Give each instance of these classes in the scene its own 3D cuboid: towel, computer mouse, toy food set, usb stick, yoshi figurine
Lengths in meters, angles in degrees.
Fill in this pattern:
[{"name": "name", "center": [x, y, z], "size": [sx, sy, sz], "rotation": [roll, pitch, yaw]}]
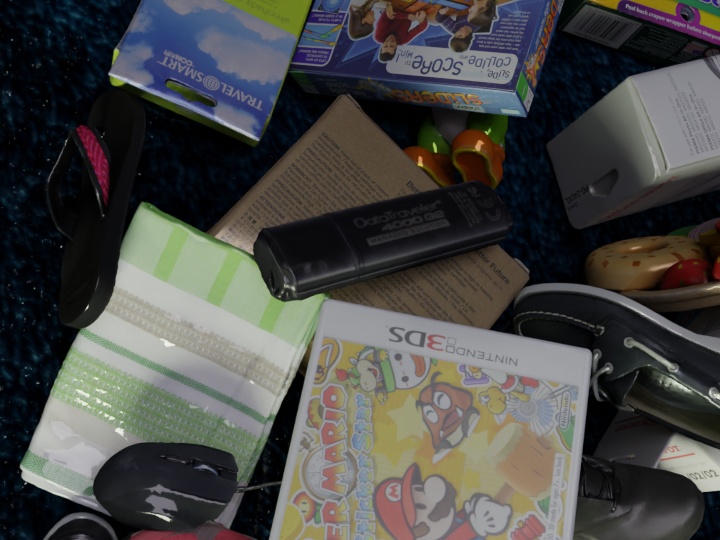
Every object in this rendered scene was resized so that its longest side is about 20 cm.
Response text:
[{"name": "towel", "center": [-0.123, 0.076, 0.683], "size": [0.148, 0.031, 0.202], "rotation": [24, 95, -9]}, {"name": "computer mouse", "center": [-0.071, 0.131, 0.652], "size": [0.196, 0.034, 0.059], "rotation": [-1, 33, -7]}, {"name": "toy food set", "center": [0.289, -0.020, 0.801], "size": [0.196, 0.200, 0.049], "rotation": [-22, 96, -19]}, {"name": "usb stick", "center": [0.019, -0.023, 0.703], "size": [0.198, 0.033, 0.056], "rotation": [-15, 60, -32]}, {"name": "yoshi figurine", "center": [0.083, -0.165, 0.826], "size": [0.111, 0.112, 0.202], "rotation": [17, 62, -1]}]

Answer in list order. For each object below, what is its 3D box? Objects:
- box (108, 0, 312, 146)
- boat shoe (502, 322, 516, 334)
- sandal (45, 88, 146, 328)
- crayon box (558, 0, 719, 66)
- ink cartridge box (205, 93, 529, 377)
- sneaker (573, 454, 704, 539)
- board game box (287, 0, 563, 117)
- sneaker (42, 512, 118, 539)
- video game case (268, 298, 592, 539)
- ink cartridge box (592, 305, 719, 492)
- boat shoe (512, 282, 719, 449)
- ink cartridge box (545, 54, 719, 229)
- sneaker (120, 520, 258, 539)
[{"name": "box", "center": [-0.108, -0.187, 0.783], "size": [0.120, 0.048, 0.202], "rotation": [22, 57, -11]}, {"name": "boat shoe", "center": [0.104, 0.098, 0.770], "size": [0.066, 0.074, 0.200], "rotation": [46, 66, 6]}, {"name": "sandal", "center": [-0.186, -0.056, 0.696], "size": [0.045, 0.075, 0.202], "rotation": [25, 44, -31]}, {"name": "crayon box", "center": [0.290, -0.281, 0.952], "size": [0.197, 0.058, 0.175], "rotation": [15, 69, -13]}, {"name": "ink cartridge box", "center": [0.000, 0.000, 0.765], "size": [0.200, 0.075, 0.165], "rotation": [44, 66, -1]}, {"name": "sneaker", "center": [0.127, 0.150, 0.678], "size": [0.197, 0.092, 0.077], "rotation": [-4, 40, 8]}, {"name": "board game box", "center": [0.052, -0.195, 0.789], "size": [0.198, 0.034, 0.137], "rotation": [12, 74, 30]}, {"name": "sneaker", "center": [-0.183, 0.245, 0.612], "size": [0.074, 0.114, 0.203], "rotation": [16, 70, -13]}, {"name": "video game case", "center": [0.044, 0.128, 0.632], "size": [0.179, 0.023, 0.203], "rotation": [10, 67, 4]}, {"name": "ink cartridge box", "center": [0.263, 0.106, 0.796], "size": [0.068, 0.115, 0.201], "rotation": [40, 67, -3]}, {"name": "boat shoe", "center": [0.192, 0.068, 0.711], "size": [0.197, 0.076, 0.061], "rotation": [17, 54, 22]}, {"name": "ink cartridge box", "center": [0.275, -0.113, 0.848], "size": [0.197, 0.145, 0.085], "rotation": [-15, 80, -21]}, {"name": "sneaker", "center": [-0.066, 0.201, 0.651], "size": [0.198, 0.086, 0.075], "rotation": [16, 79, -30]}]
